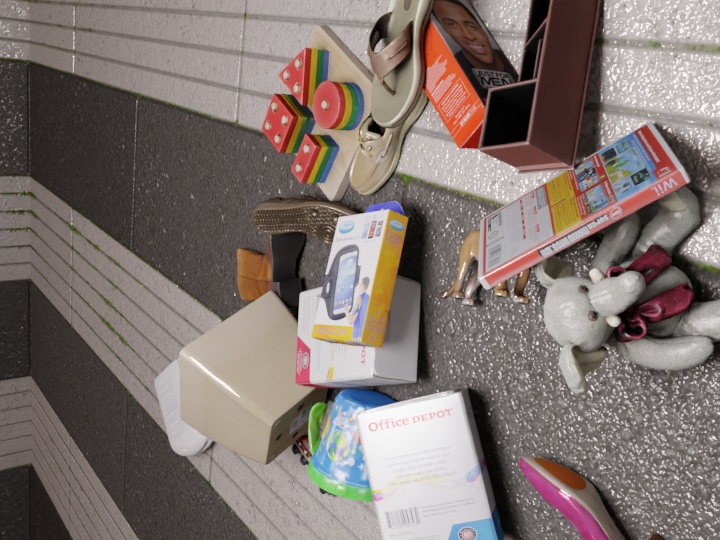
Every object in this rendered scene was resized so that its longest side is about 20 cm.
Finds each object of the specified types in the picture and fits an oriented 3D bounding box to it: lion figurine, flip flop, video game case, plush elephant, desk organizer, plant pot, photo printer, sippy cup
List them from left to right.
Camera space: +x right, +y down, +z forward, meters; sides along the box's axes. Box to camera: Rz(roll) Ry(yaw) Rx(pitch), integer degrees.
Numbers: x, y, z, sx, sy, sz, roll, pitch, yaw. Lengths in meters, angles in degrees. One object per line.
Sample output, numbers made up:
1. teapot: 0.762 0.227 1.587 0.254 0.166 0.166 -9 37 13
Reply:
1. photo printer: -0.385 0.307 1.558 0.166 0.069 0.201 -39 65 46
2. plant pot: -0.164 0.194 1.157 0.177 0.200 0.200 38 139 22
3. sippy cup: 0.000 0.248 1.032 0.177 0.140 0.131 13 96 6
4. flip flop: 0.039 -0.266 0.804 0.081 0.057 0.201 35 122 44
5. lion figurine: 0.161 -0.023 0.832 0.200 0.072 0.123 -5 72 57
6. desk organizer: 0.187 -0.210 0.729 0.072 0.077 0.201 4 81 51
7. video game case: 0.204 -0.065 0.680 0.200 0.143 0.017 -31 108 24
8. plush elephant: 0.244 0.028 0.666 0.200 0.154 0.165 -39 65 46

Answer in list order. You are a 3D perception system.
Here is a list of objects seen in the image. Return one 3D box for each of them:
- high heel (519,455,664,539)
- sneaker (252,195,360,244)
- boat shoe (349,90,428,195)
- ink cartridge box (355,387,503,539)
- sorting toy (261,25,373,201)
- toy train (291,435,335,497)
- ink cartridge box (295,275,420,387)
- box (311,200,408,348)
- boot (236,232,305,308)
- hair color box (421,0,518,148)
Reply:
1. high heel: 0.246 0.292 0.771 0.200 0.067 0.096 32 108 30
2. sneaker: -0.074 -0.094 1.113 0.199 0.076 0.071 9 126 24
3. boat shoe: 0.024 -0.191 0.987 0.072 0.065 0.200 57 134 30
4. ink cartridge box: 0.089 0.262 0.901 0.144 0.085 0.201 -15 82 15
5. sorting toy: -0.070 -0.246 1.094 0.200 0.069 0.199 54 133 32
6. toy train: -0.090 0.312 1.222 0.200 0.034 0.046 45 115 40
7. ink cartridge box: -0.008 0.094 1.025 0.200 0.085 0.148 -14 68 50
8. box: 0.000 0.000 0.944 0.119 0.041 0.201 -3 73 54
9. boot: -0.169 -0.030 1.272 0.200 0.068 0.189 8 108 58
10. hair color box: 0.121 -0.238 0.831 0.061 0.101 0.201 -50 58 43
